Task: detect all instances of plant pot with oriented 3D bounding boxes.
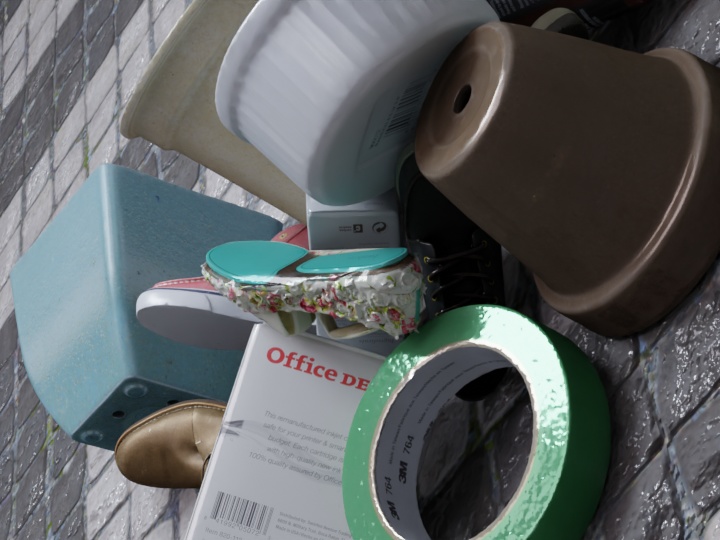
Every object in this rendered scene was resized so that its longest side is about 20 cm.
[{"bbox_3d":[0.135,-0.077,1.506,0.200,0.174,0.201,-46,31,39],"label":"plant pot"},{"bbox_3d":[-0.194,0.059,2.056,0.196,0.195,0.201,-43,40,40],"label":"plant pot"},{"bbox_3d":[-0.059,-0.133,1.791,0.201,0.183,0.200,-53,-3,-3],"label":"plant pot"}]

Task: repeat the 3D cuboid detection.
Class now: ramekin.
[{"bbox_3d":[0.006,-0.139,1.565,0.098,0.200,0.201,46,117,21],"label":"ramekin"}]

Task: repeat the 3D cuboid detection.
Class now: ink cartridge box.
[{"bbox_3d":[-0.034,0.156,1.646,0.083,0.146,0.201,68,-140,-77],"label":"ink cartridge box"}]

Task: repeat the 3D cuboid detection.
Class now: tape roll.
[{"bbox_3d":[0.075,0.125,1.519,0.200,0.048,0.202,-21,58,37],"label":"tape roll"}]

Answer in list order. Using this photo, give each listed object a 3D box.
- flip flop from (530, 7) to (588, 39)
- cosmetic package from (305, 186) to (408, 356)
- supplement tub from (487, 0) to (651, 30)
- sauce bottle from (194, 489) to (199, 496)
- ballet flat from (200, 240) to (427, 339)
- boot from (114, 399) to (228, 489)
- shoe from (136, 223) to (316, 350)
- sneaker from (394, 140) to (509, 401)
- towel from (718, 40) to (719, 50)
[{"bbox_3d":[0.117,-0.129,1.646,0.081,0.057,0.200,-45,-18,-23],"label":"flip flop"},{"bbox_3d":[0.000,0.000,1.710,0.102,0.073,0.201,-87,-4,-49],"label":"cosmetic package"},{"bbox_3d":[0.112,-0.211,1.677,0.199,0.107,0.107,-22,42,21],"label":"supplement tub"},{"bbox_3d":[-0.093,0.200,1.851,0.065,0.064,0.200,-64,25,3],"label":"sauce bottle"},{"bbox_3d":[-0.035,0.018,1.598,0.199,0.064,0.075,4,26,44],"label":"ballet flat"},{"bbox_3d":[-0.114,0.151,1.808,0.199,0.074,0.076,-6,26,20],"label":"boot"},{"bbox_3d":[-0.082,0.012,1.858,0.072,0.198,0.092,93,-178,-62],"label":"shoe"},{"bbox_3d":[0.075,-0.002,1.603,0.074,0.201,0.107,-12,49,4],"label":"sneaker"},{"bbox_3d":[0.313,-0.224,1.459,0.200,0.023,0.154,-18,51,60],"label":"towel"}]
